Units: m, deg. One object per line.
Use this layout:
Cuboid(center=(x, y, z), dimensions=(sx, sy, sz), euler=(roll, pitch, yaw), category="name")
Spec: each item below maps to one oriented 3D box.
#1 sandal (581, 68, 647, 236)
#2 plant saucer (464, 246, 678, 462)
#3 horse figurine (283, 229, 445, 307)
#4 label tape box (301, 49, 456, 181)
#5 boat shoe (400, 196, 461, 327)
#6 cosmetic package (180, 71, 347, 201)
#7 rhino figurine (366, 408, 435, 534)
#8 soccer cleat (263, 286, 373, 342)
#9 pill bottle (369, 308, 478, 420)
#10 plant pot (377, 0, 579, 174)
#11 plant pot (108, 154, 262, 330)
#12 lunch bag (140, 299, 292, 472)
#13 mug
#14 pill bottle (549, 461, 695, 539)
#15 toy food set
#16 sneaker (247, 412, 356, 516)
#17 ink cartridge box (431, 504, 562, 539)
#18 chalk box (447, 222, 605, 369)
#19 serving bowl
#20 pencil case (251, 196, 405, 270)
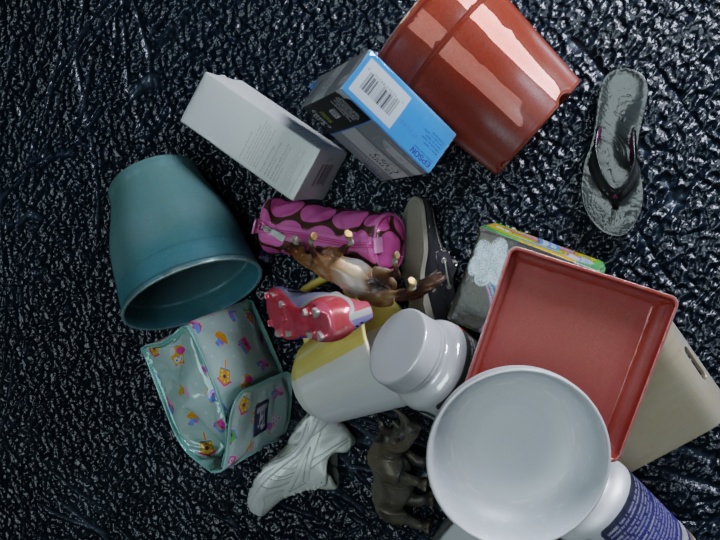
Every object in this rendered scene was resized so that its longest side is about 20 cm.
Cuboid(center=(0.308, -0.143, 1.035), dimensions=(0.074, 0.048, 0.204), euler=(3, 96, 19), category="sandal")
Cuboid(center=(0.229, 0.093, 0.961), dimensions=(0.197, 0.037, 0.203), euler=(17, 101, -1), category="plant saucer")
Cuboid(center=(0.000, 0.000, 1.044), dimensions=(0.197, 0.133, 0.051), euler=(22, 67, -5), category="horse figurine")
Cuboid(center=(0.007, -0.178, 1.037), dimensions=(0.143, 0.199, 0.067), euler=(40, 75, -19), category="label tape box")
Cuboid(center=(0.096, 0.002, 1.131), dimensions=(0.062, 0.072, 0.204), euler=(-5, 88, -23), category="boat shoe")
Cuboid(center=(-0.129, -0.181, 1.154), dimensions=(0.199, 0.113, 0.082), euler=(34, 105, 15), category="cosmetic package")
Cuboid(center=(0.051, 0.263, 1.131), dimensions=(0.086, 0.060, 0.203), euler=(5, 124, 16), category="rhino figurine")
Cuboid(center=(-0.060, 0.053, 1.071), dimensions=(0.199, 0.075, 0.068), euler=(5, 105, 61), category="soccer cleat")
Cuboid(center=(0.114, 0.131, 1.044), dimensions=(0.199, 0.114, 0.114), euler=(32, 110, -31), category="pill bottle")
Cuboid(center=(0.143, -0.234, 1.020), dimensions=(0.195, 0.201, 0.201), euler=(43, 107, 2), category="plant pot")
Cuboid(center=(-0.258, -0.048, 1.179), dimensions=(0.198, 0.199, 0.190), euler=(-30, 70, 19), category="plant pot")
Cuboid(center=(-0.184, 0.161, 1.174), dimensions=(0.121, 0.170, 0.202), euler=(-27, 87, 27), category="lunch bag")
Cuboid(center=(-0.013, 0.114, 1.141), dimensions=(0.152, 0.149, 0.189), euler=(-28, 56, 28), category="mug")
Cuboid(center=(0.300, 0.299, 1.017), dimensions=(0.116, 0.116, 0.200), euler=(-42, 102, 18), category="pill bottle")
Cuboid(center=(0.332, 0.162, 1.060), dimensions=(0.199, 0.060, 0.144), euler=(-35, 95, 20), category="toy food set")
Cuboid(center=(-0.082, 0.288, 1.203), dimensions=(0.099, 0.078, 0.201), euler=(41, 108, 8), category="sneaker")
Cuboid(center=(0.167, 0.354, 1.054), dimensions=(0.144, 0.200, 0.146), euler=(39, 106, 11), category="ink cartridge box")
Cuboid(center=(0.227, 0.034, 1.044), dimensions=(0.198, 0.124, 0.127), euler=(23, 102, 15), category="chalk box")
Cuboid(center=(0.168, 0.195, 0.932), dimensions=(0.196, 0.066, 0.204), euler=(0, 102, 2), category="serving bowl")
Cuboid(center=(-0.043, -0.047, 1.133), dimensions=(0.197, 0.093, 0.092), euler=(7, 88, 25), category="pencil case")
